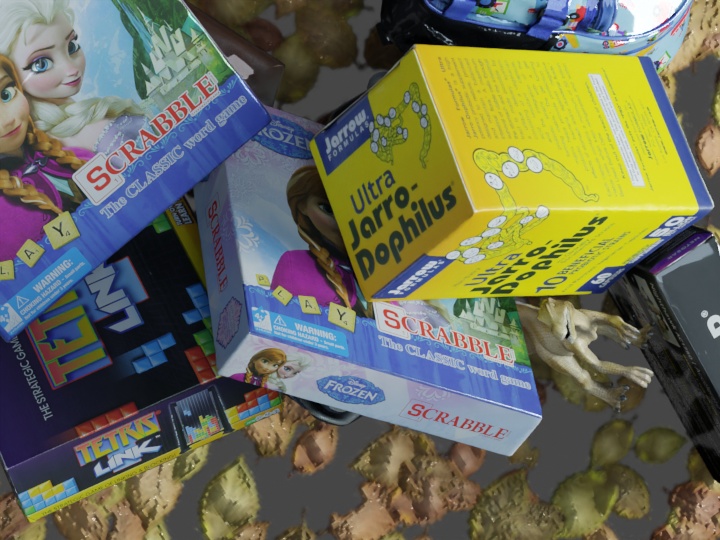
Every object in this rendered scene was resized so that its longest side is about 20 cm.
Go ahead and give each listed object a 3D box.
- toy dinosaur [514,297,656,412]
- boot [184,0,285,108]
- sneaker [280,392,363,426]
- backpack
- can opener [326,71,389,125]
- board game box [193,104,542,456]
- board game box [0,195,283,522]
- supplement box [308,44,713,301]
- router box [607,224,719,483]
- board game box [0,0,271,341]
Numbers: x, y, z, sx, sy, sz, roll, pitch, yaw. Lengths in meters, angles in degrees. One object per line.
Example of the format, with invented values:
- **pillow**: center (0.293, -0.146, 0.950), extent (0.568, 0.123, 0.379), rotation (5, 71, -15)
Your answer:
- **toy dinosaur**: center (0.126, 0.042, 1.666), extent (0.101, 0.200, 0.059), rotation (23, 76, -7)
- **boot**: center (-0.108, -0.165, 1.602), extent (0.200, 0.186, 0.064), rotation (39, 45, -13)
- **sneaker**: center (-0.070, 0.047, 1.642), extent (0.201, 0.146, 0.078), rotation (-3, 102, -12)
- **backpack**: center (0.125, -0.204, 1.631), extent (0.199, 0.134, 0.184), rotation (12, 76, -15)
- **can opener**: center (0.067, -0.121, 1.700), extent (0.199, 0.079, 0.063), rotation (-34, 68, -10)
- **board game box**: center (0.000, 0.000, 1.584), extent (0.199, 0.200, 0.041), rotation (17, 130, -28)
- **board game box**: center (-0.159, 0.031, 1.591), extent (0.164, 0.200, 0.057), rotation (-23, 139, -10)
- **supplement box**: center (0.089, -0.055, 1.577), extent (0.199, 0.109, 0.110), rotation (-2, 63, -41)
- **router box**: center (0.226, 0.060, 1.715), extent (0.051, 0.149, 0.201), rotation (-32, 106, -6)
- **board game box**: center (-0.184, -0.098, 1.496), extent (0.200, 0.041, 0.200), rotation (-41, 118, -3)
